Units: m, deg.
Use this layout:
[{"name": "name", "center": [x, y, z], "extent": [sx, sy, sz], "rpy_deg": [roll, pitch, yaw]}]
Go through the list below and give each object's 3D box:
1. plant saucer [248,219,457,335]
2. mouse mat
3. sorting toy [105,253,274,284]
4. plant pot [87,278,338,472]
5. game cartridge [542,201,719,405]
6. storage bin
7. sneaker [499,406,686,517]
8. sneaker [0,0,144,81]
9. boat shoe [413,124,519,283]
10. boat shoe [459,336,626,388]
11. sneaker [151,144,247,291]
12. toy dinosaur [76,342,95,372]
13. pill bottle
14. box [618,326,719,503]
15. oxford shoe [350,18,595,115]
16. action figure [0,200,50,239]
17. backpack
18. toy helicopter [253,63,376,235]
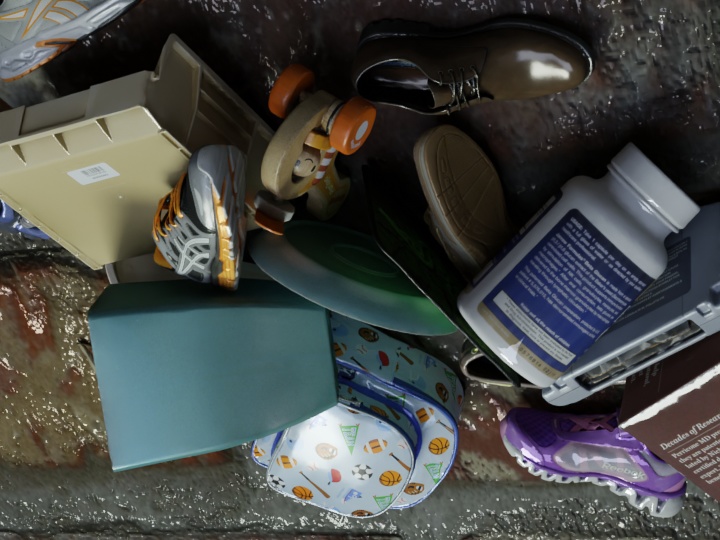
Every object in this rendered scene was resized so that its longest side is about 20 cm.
[{"name": "plant saucer", "center": [0.000, 0.000, 1.439], "extent": [0.200, 0.200, 0.027], "rpy_deg": [21, 105, -2]}, {"name": "mouse mat", "center": [0.070, 0.003, 1.431], "extent": [0.008, 0.161, 0.200], "rpy_deg": [-37, 115, 14]}, {"name": "sorting toy", "center": [-0.158, 0.060, 1.613], "extent": [0.200, 0.107, 0.180], "rpy_deg": [12, 153, 7]}, {"name": "plant pot", "center": [-0.122, 0.078, 1.445], "extent": [0.200, 0.141, 0.142], "rpy_deg": [-8, 100, 0]}, {"name": "game cartridge", "center": [0.239, 0.025, 1.408], "extent": [0.042, 0.133, 0.200], "rpy_deg": [41, 129, -23]}, {"name": "storage bin", "center": [-0.202, -0.100, 1.420], "extent": [0.200, 0.094, 0.199], "rpy_deg": [-11, 147, 27]}, {"name": "sneaker", "center": [0.236, 0.164, 1.585], "extent": [0.200, 0.081, 0.089], "rpy_deg": [18, 128, -6]}, {"name": "sneaker", "center": [-0.248, -0.237, 1.371], "extent": [0.200, 0.076, 0.092], "rpy_deg": [-26, 102, 25]}, {"name": "boat shoe", "center": [0.090, -0.044, 1.437], "extent": [0.069, 0.074, 0.200], "rpy_deg": [11, 140, 49]}, {"name": "boat shoe", "center": [0.193, 0.082, 1.528], "extent": [0.200, 0.060, 0.072], "rpy_deg": [6, 132, 12]}, {"name": "sneaker", "center": [-0.134, -0.041, 1.346], "extent": [0.077, 0.078, 0.200], "rpy_deg": [9, 152, 0]}, {"name": "toy dinosaur", "center": [-0.208, 0.138, 1.707], "extent": [0.200, 0.047, 0.088], "rpy_deg": [39, 159, -17]}, {"name": "pill bottle", "center": [0.185, -0.008, 1.371], "extent": [0.111, 0.111, 0.200], "rpy_deg": [40, 101, -19]}, {"name": "box", "center": [0.357, 0.097, 1.415], "extent": [0.200, 0.166, 0.164], "rpy_deg": [36, 133, -16]}, {"name": "oxford shoe", "center": [0.089, -0.155, 1.327], "extent": [0.200, 0.084, 0.073], "rpy_deg": [-1, 129, 17]}, {"name": "action figure", "center": [-0.372, -0.087, 1.527], "extent": [0.193, 0.105, 0.200], "rpy_deg": [-29, 143, 31]}, {"name": "backpack", "center": [0.003, 0.146, 1.594], "extent": [0.190, 0.154, 0.200], "rpy_deg": [16, 132, -12]}, {"name": "toy helicopter", "center": [-0.044, -0.079, 1.394], "extent": [0.079, 0.132, 0.200], "rpy_deg": [30, 171, 15]}]
